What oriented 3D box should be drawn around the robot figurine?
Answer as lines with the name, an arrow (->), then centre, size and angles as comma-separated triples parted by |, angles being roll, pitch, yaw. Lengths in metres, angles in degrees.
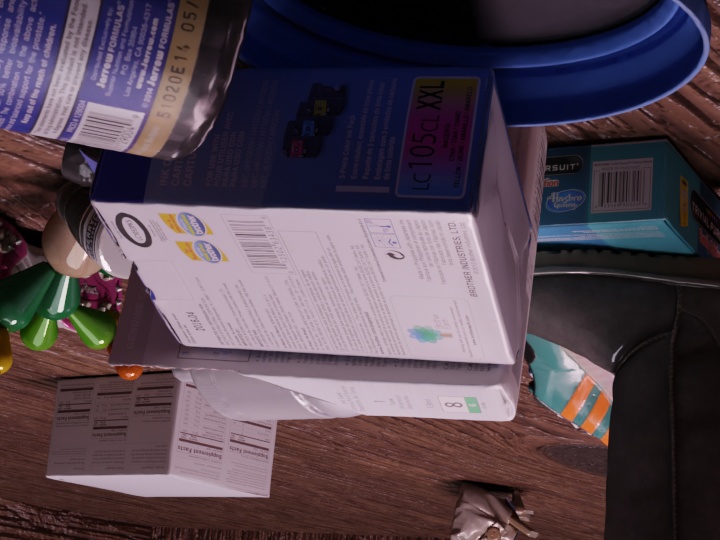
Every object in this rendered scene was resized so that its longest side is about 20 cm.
robot figurine -> -0.045, 0.050, 1.201 | 0.199, 0.114, 0.169 | -7, 160, 40

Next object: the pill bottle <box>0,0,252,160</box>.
pill bottle -> -0.145, -0.110, 0.591 | 0.199, 0.113, 0.112 | 10, 166, -19

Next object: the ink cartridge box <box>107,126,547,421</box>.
ink cartridge box -> -0.012, -0.009, 0.845 | 0.199, 0.162, 0.050 | 1, 151, 17

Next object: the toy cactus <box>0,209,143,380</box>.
toy cactus -> -0.193, 0.011, 1.093 | 0.199, 0.102, 0.165 | -19, 154, -38

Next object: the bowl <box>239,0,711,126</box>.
bowl -> 0.040, -0.109, 0.675 | 0.199, 0.040, 0.201 | 5, 167, 1

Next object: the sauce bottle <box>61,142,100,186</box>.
sauce bottle -> -0.064, -0.034, 0.905 | 0.199, 0.065, 0.065 | 19, 168, 6

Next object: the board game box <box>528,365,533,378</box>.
board game box -> 0.247, 0.079, 1.323 | 0.199, 0.056, 0.196 | 1, 165, 16

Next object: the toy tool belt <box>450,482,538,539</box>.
toy tool belt -> 0.197, 0.379, 2.437 | 0.122, 0.126, 0.200 | 12, 168, 8

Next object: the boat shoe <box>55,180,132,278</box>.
boat shoe -> -0.091, -0.030, 1.016 | 0.199, 0.071, 0.064 | 8, -159, -44

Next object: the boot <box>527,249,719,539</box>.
boot -> 0.143, 0.092, 0.912 | 0.181, 0.201, 0.073 | 1, 165, 16

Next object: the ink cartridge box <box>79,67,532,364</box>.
ink cartridge box -> -0.031, -0.024, 0.751 | 0.199, 0.077, 0.137 | 1, 150, 14

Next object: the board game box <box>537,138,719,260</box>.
board game box -> 0.134, -0.020, 0.984 | 0.150, 0.047, 0.200 | -2, 165, 26

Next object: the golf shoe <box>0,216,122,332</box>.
golf shoe -> -0.264, 0.005, 1.198 | 0.091, 0.076, 0.200 | -1, 164, 37

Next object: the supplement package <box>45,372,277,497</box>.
supplement package -> -0.214, 0.183, 1.819 | 0.199, 0.112, 0.155 | -6, 162, 40

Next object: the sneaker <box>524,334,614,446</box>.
sneaker -> 0.174, 0.085, 1.210 | 0.080, 0.071, 0.200 | -14, 120, 45
